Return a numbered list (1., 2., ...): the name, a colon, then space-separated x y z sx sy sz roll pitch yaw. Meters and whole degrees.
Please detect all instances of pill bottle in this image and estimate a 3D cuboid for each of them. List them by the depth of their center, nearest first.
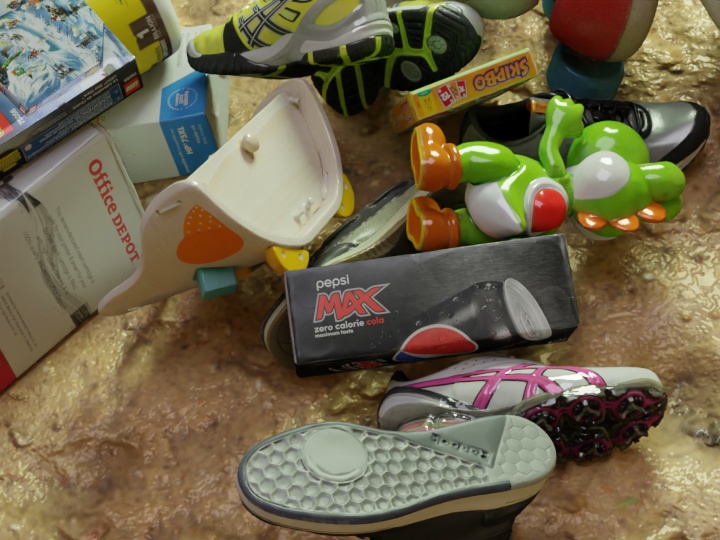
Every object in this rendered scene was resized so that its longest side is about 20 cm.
1. pill bottle: -0.252 -0.180 1.316 0.199 0.110 0.109 -32 49 -12

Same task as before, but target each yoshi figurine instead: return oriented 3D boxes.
1. yoshi figurine: 0.133 -0.066 1.184 0.198 0.112 0.113 -1 74 -6

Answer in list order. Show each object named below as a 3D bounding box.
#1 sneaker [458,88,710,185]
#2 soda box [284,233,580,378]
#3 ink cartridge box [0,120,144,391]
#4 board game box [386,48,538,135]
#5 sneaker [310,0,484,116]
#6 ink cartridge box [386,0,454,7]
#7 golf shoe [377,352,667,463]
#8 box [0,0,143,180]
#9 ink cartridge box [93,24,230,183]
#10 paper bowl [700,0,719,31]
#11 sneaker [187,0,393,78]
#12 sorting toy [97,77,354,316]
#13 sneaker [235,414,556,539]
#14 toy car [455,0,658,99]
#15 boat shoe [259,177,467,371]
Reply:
1. sneaker: 0.171 -0.103 1.252 0.198 0.080 0.074 -8 46 6
2. soda box: 0.048 0.026 1.130 0.198 0.063 0.072 -8 78 -2
3. ink cartridge box: -0.269 -0.014 1.242 0.083 0.146 0.200 31 63 35
4. board game box: 0.075 -0.137 1.270 0.095 0.030 0.200 -21 5 -3
5. sneaker: 0.034 -0.188 1.314 0.076 0.076 0.199 -46 20 -29
6. ink cartridge box: 0.078 -0.335 1.433 0.145 0.145 0.200 32 64 34
7. golf shoe: 0.107 0.085 1.108 0.198 0.073 0.093 -9 46 7
8. box: -0.275 -0.175 1.229 0.136 0.040 0.200 -34 63 -15
9. ink cartridge box: -0.216 -0.134 1.386 0.198 0.068 0.117 -9 48 8
10. paper bowl: 0.318 -0.251 1.267 0.104 0.201 0.202 -24 42 29
11. sneaker: -0.056 -0.194 1.275 0.199 0.077 0.075 -4 1 37
12. sorting toy: -0.113 -0.029 1.217 0.179 0.107 0.200 -30 12 33
13. sneaker: 0.009 0.162 1.005 0.200 0.147 0.077 0 47 -21
14. toy car: 0.133 -0.255 1.281 0.198 0.185 0.178 10 49 -8
15. boat shoe: 0.000 -0.001 1.220 0.201 0.072 0.066 -41 30 -18
